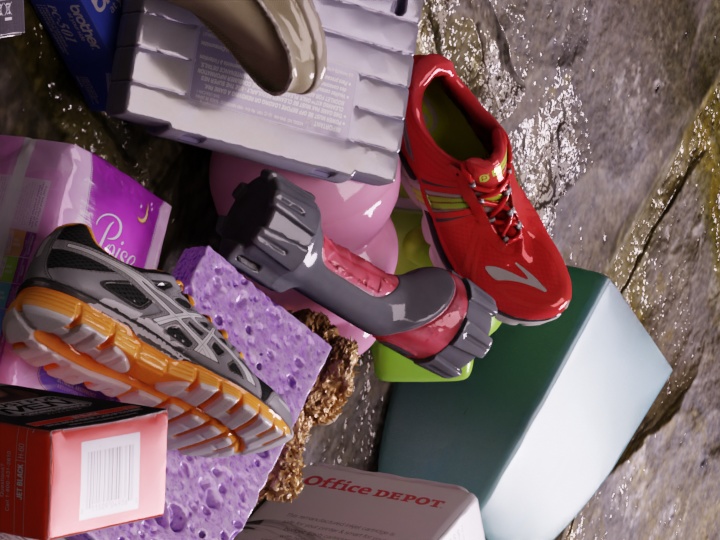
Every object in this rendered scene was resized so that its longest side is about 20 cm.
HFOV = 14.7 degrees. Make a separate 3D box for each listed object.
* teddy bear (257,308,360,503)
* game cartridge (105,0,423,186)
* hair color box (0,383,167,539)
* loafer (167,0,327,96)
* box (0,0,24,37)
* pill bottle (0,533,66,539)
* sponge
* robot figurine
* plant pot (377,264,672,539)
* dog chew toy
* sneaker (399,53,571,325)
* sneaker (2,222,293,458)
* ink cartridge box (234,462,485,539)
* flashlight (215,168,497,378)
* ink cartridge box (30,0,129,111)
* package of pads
[{"bbox_3d":[-0.074,0.116,1.756,0.067,0.145,0.200,44,55,-16],"label":"teddy bear"},{"bbox_3d":[-0.057,-0.130,1.696,0.200,0.038,0.130,14,85,-33],"label":"game cartridge"},{"bbox_3d":[-0.211,0.095,1.485,0.101,0.200,0.061,-6,101,-57],"label":"hair color box"},{"bbox_3d":[-0.095,-0.177,1.613,0.068,0.076,0.200,-41,101,-26],"label":"loafer"},{"bbox_3d":[-0.264,-0.195,1.493,0.200,0.048,0.158,-18,110,-55],"label":"box"},{"bbox_3d":[-0.245,0.213,1.534,0.200,0.114,0.114,-19,111,-55],"label":"pill bottle"},{"bbox_3d":[-0.099,0.094,1.649,0.112,0.030,0.200,42,58,-28],"label":"sponge"},{"bbox_3d":[0.045,-0.024,1.928,0.175,0.116,0.200,-97,-172,-70],"label":"robot figurine"},{"bbox_3d":[0.107,0.108,2.045,0.200,0.141,0.141,-62,142,-18],"label":"plant pot"},{"bbox_3d":[-0.030,-0.023,1.828,0.125,0.124,0.200,-48,142,-42],"label":"dog chew toy"},{"bbox_3d":[0.075,-0.052,1.811,0.077,0.085,0.200,-34,92,-23],"label":"sneaker"},{"bbox_3d":[-0.111,0.043,1.583,0.200,0.078,0.077,36,47,-34],"label":"sneaker"},{"bbox_3d":[-0.024,0.223,1.848,0.200,0.145,0.084,-44,131,-45],"label":"ink cartridge box"},{"bbox_3d":[0.000,0.000,1.742,0.200,0.068,0.068,34,32,-38],"label":"flashlight"},{"bbox_3d":[-0.121,-0.197,1.717,0.200,0.044,0.094,-58,138,-34],"label":"ink cartridge box"},{"bbox_3d":[-0.185,0.031,1.630,0.120,0.076,0.200,33,68,-57],"label":"package of pads"}]
